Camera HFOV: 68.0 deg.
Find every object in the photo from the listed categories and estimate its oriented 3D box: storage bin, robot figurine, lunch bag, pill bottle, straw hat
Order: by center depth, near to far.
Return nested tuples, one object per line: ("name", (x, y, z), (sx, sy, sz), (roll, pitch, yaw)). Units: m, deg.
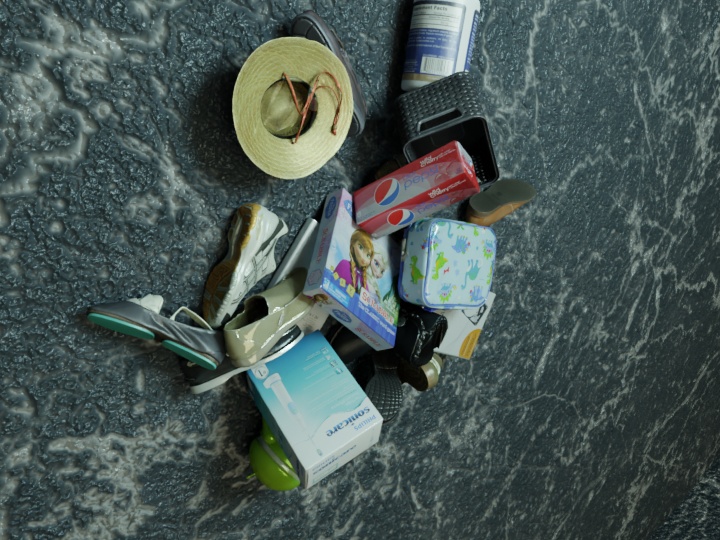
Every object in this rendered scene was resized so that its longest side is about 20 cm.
("straw hat", (-0.113, -0.236, 0.777), (0.199, 0.085, 0.204), (-17, 117, -35))
("pill bottle", (0.135, -0.395, 0.880), (0.110, 0.111, 0.203), (-2, 108, -35))
("storage bin", (0.148, -0.215, 0.896), (0.133, 0.095, 0.200), (-18, 154, 15))
("robot figurine", (-0.115, 0.302, 0.954), (0.200, 0.115, 0.176), (-47, 139, -12))
("lunch bag", (0.157, -0.009, 0.964), (0.198, 0.082, 0.164), (3, 94, -42))

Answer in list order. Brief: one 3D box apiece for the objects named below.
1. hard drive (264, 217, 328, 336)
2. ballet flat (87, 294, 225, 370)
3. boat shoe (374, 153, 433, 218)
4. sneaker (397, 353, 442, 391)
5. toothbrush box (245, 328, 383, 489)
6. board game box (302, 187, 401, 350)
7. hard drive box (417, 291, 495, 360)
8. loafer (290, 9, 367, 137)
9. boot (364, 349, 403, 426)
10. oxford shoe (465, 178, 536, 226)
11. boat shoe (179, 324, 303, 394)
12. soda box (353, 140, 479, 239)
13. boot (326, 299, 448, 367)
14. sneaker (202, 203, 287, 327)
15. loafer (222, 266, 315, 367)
("hard drive", (-0.091, 0.028, 0.927), (0.131, 0.026, 0.202), (33, 86, -39))
("ballet flat", (-0.285, 0.078, 0.774), (0.198, 0.073, 0.074), (27, 91, -19))
("boat shoe", (0.084, -0.124, 0.981), (0.067, 0.072, 0.201), (-28, 131, 6))
("sneaker", (0.123, 0.186, 1.041), (0.089, 0.200, 0.068), (-21, 85, -19))
("toothbrush box", (-0.078, 0.220, 0.872), (0.145, 0.200, 0.086), (-26, 146, -25))
("board game box", (0.000, 0.000, 0.904), (0.200, 0.041, 0.202), (41, 46, -38))
("hard drive box", (0.169, 0.087, 1.107), (0.198, 0.076, 0.158), (17, 96, -38))
("loafer", (-0.043, -0.305, 0.823), (0.201, 0.071, 0.063), (61, 41, -38))
("boot", (0.036, 0.251, 0.994), (0.069, 0.201, 0.133), (12, 117, 3))
("oxford shoe", (0.293, -0.140, 1.132), (0.198, 0.072, 0.072), (-22, 147, -28))
("boat shoe", (-0.187, 0.125, 0.851), (0.198, 0.075, 0.061), (-26, 101, -18))
("soda box", (0.086, -0.126, 0.863), (0.198, 0.071, 0.063), (-24, 146, 26))
("boot", (0.045, 0.127, 0.971), (0.200, 0.167, 0.077), (-42, 131, -15))
("sneaker", (-0.174, 0.002, 0.827), (0.087, 0.075, 0.202), (20, 99, -46))
("loafer", (-0.134, 0.057, 0.819), (0.201, 0.075, 0.069), (-53, 133, -35))
